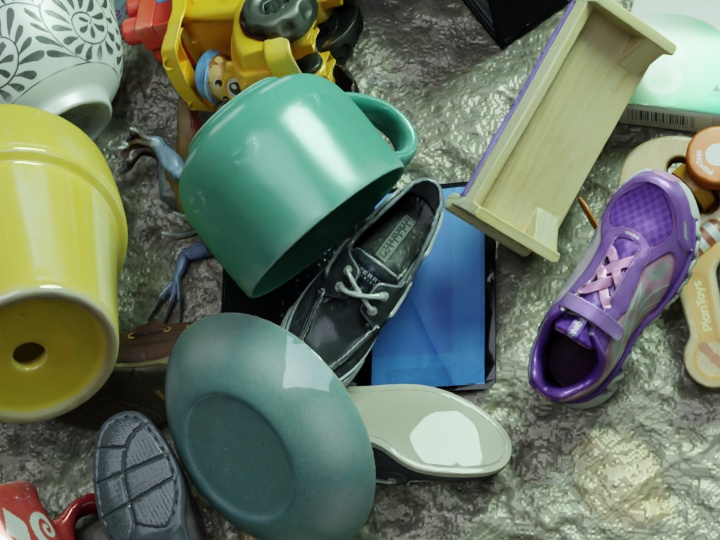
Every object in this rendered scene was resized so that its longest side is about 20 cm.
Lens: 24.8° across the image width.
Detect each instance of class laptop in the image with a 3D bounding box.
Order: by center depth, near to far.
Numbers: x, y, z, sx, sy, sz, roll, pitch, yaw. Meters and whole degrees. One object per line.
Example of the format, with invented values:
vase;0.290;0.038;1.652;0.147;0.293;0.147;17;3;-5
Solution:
laptop;0.000;0.000;1.286;0.103;0.199;0.179;-23;59;48

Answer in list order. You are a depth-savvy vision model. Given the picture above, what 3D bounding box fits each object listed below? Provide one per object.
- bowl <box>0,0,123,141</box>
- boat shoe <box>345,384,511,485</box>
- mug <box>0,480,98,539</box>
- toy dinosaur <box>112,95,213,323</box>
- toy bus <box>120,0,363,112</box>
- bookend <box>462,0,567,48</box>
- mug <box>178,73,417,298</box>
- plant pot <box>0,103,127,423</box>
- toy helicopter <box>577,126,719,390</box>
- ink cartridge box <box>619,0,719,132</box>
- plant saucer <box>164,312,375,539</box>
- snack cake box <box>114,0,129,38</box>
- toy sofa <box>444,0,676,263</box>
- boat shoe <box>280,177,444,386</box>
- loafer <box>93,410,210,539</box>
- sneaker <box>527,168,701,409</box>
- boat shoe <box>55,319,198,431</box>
bowl;-0.265;-0.146;1.345;0.200;0.201;0.095;-35;75;-2
boat shoe;0.017;0.131;1.265;0.198;0.063;0.073;8;54;4
mug;-0.230;0.264;1.229;0.177;0.134;0.200;-39;72;-2
toy dinosaur;-0.118;-0.052;1.343;0.181;0.105;0.201;34;69;1
toy bus;-0.105;-0.196;1.349;0.190;0.136;0.202;-11;51;14
bookend;0.086;-0.319;1.332;0.092;0.200;0.199;-34;69;-3
mug;-0.054;-0.074;1.224;0.152;0.185;0.115;-42;84;20
plant pot;-0.267;0.007;1.256;0.199;0.202;0.190;-27;44;1
toy helicopter;0.244;-0.005;1.259;0.131;0.079;0.202;-11;75;6
ink cartridge box;0.300;-0.208;1.334;0.159;0.050;0.202;8;75;13
plant saucer;-0.080;0.131;1.219;0.200;0.202;0.039;33;40;20
snack cake box;-0.224;-0.257;1.417;0.199;0.115;0.067;-35;68;-2
toy sofa;0.148;-0.115;1.269;0.082;0.098;0.201;28;93;-22
boat shoe;0.003;0.012;1.240;0.072;0.068;0.200;38;67;2
loafer;-0.149;0.206;1.253;0.071;0.063;0.202;-24;76;3
sneaker;0.181;0.021;1.210;0.080;0.088;0.202;33;111;22
boat shoe;-0.168;0.079;1.320;0.198;0.072;0.068;-10;36;16
